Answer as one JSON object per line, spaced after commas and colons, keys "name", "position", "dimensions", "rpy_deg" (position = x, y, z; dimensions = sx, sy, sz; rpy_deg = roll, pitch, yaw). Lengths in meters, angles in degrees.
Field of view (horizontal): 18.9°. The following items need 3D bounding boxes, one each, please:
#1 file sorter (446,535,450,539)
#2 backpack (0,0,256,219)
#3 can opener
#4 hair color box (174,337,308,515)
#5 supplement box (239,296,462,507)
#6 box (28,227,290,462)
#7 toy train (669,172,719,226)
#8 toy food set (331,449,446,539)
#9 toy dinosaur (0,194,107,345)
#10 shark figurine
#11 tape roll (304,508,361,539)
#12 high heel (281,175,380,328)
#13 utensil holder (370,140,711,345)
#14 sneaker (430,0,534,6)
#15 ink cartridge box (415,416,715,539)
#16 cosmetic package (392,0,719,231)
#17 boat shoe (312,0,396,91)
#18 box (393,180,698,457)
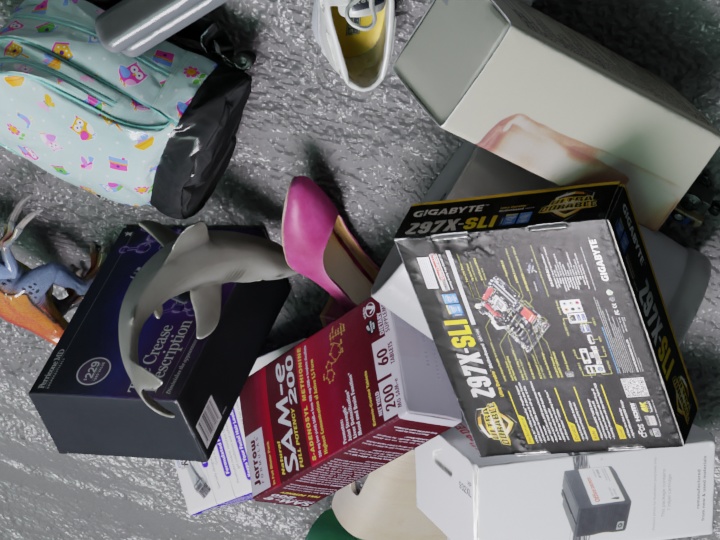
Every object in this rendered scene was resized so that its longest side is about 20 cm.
{"name": "file sorter", "position": [0.165, 0.282, 1.819], "dimensions": [0.139, 0.125, 0.200], "rpy_deg": [-7, 166, 14]}
{"name": "backpack", "position": [-0.195, -0.133, 1.663], "dimensions": [0.200, 0.127, 0.167], "rpy_deg": [28, 141, 2]}
{"name": "can opener", "position": [-0.107, -0.223, 1.559], "dimensions": [0.200, 0.053, 0.066], "rpy_deg": [-34, 74, 20]}
{"name": "hair color box", "position": [-0.080, 0.135, 1.885], "dimensions": [0.200, 0.065, 0.109], "rpy_deg": [-23, 79, 39]}
{"name": "supplement box", "position": [-0.012, 0.104, 1.717], "dimensions": [0.061, 0.109, 0.200], "rpy_deg": [11, 148, -37]}
{"name": "box", "position": [-0.163, 0.058, 1.781], "dimensions": [0.141, 0.200, 0.079], "rpy_deg": [-1, 133, 26]}
{"name": "toy train", "position": [0.175, -0.086, 1.600], "dimensions": [0.200, 0.034, 0.046], "rpy_deg": [28, 141, -1]}
{"name": "toy food set", "position": [0.087, 0.167, 1.831], "dimensions": [0.200, 0.060, 0.144], "rpy_deg": [2, 142, -18]}
{"name": "toy dinosaur", "position": [-0.303, 0.005, 1.831], "dimensions": [0.181, 0.200, 0.105], "rpy_deg": [-3, 168, -37]}
{"name": "shark figurine", "position": [-0.142, 0.007, 1.680], "dimensions": [0.128, 0.214, 0.090], "rpy_deg": [36, 137, 6]}
{"name": "tape roll", "position": [-0.029, 0.321, 1.981], "dimensions": [0.048, 0.200, 0.201], "rpy_deg": [11, 136, 14]}
{"name": "high heel", "position": [0.000, 0.000, 1.742], "dimensions": [0.096, 0.067, 0.200], "rpy_deg": [8, 138, 24]}
{"name": "utensil holder", "position": [0.132, 0.007, 1.619], "dimensions": [0.200, 0.170, 0.170], "rpy_deg": [33, 137, -4]}
{"name": "sneaker", "position": [0.093, -0.188, 1.507], "dimensions": [0.088, 0.075, 0.200], "rpy_deg": [-7, 124, 6]}
{"name": "ink cartridge box", "position": [0.157, 0.160, 1.700], "dimensions": [0.200, 0.145, 0.084], "rpy_deg": [-5, 104, -17]}
{"name": "cosmetic package", "position": [0.135, -0.115, 1.476], "dimensions": [0.200, 0.103, 0.087], "rpy_deg": [24, 109, -31]}
{"name": "boat shoe", "position": [-0.001, -0.203, 1.511], "dimensions": [0.075, 0.086, 0.202], "rpy_deg": [-12, 139, -14]}
{"name": "box", "position": [0.131, 0.038, 1.501], "dimensions": [0.160, 0.049, 0.200], "rpy_deg": [-5, 124, 29]}
